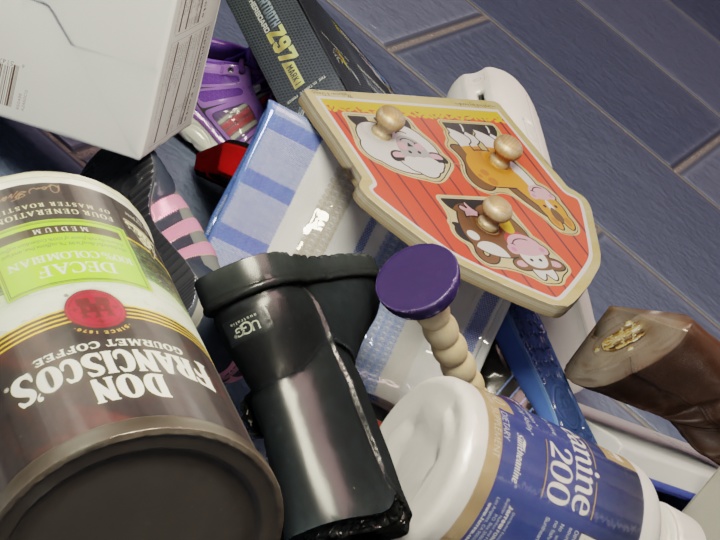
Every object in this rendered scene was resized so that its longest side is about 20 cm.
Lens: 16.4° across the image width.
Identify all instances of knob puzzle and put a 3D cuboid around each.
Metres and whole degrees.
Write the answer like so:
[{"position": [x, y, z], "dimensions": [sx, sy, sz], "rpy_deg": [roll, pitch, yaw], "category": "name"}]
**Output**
[{"position": [0.078, -0.050, 1.570], "dimensions": [0.219, 0.030, 0.220], "rpy_deg": [24, 31, -15], "category": "knob puzzle"}]

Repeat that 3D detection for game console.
[{"position": [-0.011, -0.037, 1.671], "dimensions": [0.200, 0.031, 0.177], "rpy_deg": [25, -1, -10], "category": "game console"}]

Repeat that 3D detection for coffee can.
[{"position": [-0.138, 0.068, 1.194], "dimensions": [0.146, 0.146, 0.200], "rpy_deg": [21, 25, -37], "category": "coffee can"}]

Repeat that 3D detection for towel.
[{"position": [0.000, 0.000, 1.569], "dimensions": [0.200, 0.147, 0.024], "rpy_deg": [27, -7, -10], "category": "towel"}]

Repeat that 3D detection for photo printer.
[{"position": [0.111, -0.032, 1.766], "dimensions": [0.167, 0.069, 0.200], "rpy_deg": [-99, 172, -48], "category": "photo printer"}]

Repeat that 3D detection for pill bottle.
[{"position": [0.106, 0.148, 1.479], "dimensions": [0.200, 0.111, 0.111], "rpy_deg": [27, 23, -28], "category": "pill bottle"}]

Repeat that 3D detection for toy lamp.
[{"position": [0.061, 0.066, 1.511], "dimensions": [0.058, 0.058, 0.200], "rpy_deg": [60, -3, 46], "category": "toy lamp"}]

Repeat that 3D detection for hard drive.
[{"position": [0.204, 0.131, 1.745], "dimensions": [0.200, 0.025, 0.132], "rpy_deg": [21, 5, -38], "category": "hard drive"}]

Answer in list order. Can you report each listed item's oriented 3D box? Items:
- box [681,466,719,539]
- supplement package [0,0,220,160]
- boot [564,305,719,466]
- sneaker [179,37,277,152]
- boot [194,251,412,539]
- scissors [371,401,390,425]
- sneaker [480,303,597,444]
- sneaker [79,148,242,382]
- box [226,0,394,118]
[{"position": [0.314, 0.214, 1.660], "dimensions": [0.200, 0.128, 0.109], "rpy_deg": [31, 20, -18], "category": "box"}, {"position": [-0.194, -0.178, 1.534], "dimensions": [0.200, 0.156, 0.111], "rpy_deg": [18, 19, 9], "category": "supplement package"}, {"position": [0.256, 0.061, 1.651], "dimensions": [0.200, 0.186, 0.064], "rpy_deg": [33, 38, -43], "category": "boot"}, {"position": [-0.079, -0.113, 1.770], "dimensions": [0.200, 0.083, 0.081], "rpy_deg": [38, 21, -10], "category": "sneaker"}, {"position": [-0.019, 0.078, 1.424], "dimensions": [0.169, 0.076, 0.200], "rpy_deg": [71, 17, 7], "category": "boot"}, {"position": [0.080, 0.145, 1.580], "dimensions": [0.200, 0.014, 0.073], "rpy_deg": [31, 19, -13], "category": "scissors"}, {"position": [0.103, 0.112, 1.629], "dimensions": [0.070, 0.078, 0.200], "rpy_deg": [13, 53, -59], "category": "sneaker"}, {"position": [-0.120, -0.003, 1.516], "dimensions": [0.082, 0.070, 0.200], "rpy_deg": [43, 15, -39], "category": "sneaker"}, {"position": [-0.011, -0.114, 1.756], "dimensions": [0.200, 0.051, 0.158], "rpy_deg": [44, 16, -53], "category": "box"}]
